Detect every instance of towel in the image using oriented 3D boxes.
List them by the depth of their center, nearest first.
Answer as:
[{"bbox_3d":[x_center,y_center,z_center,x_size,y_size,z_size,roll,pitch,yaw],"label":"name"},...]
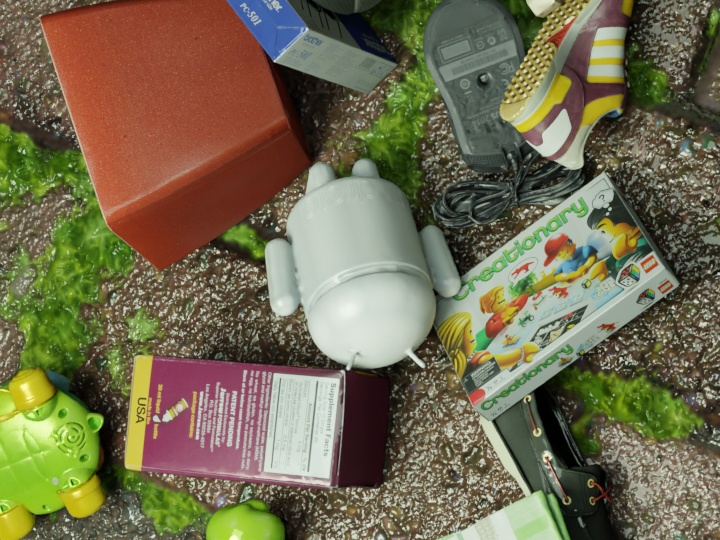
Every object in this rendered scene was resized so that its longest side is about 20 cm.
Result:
[{"bbox_3d":[0.115,0.284,1.582,0.199,0.031,0.150,-33,76,38],"label":"towel"}]

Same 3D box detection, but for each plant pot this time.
[{"bbox_3d":[-0.151,-0.139,1.687,0.175,0.200,0.202,-20,77,3],"label":"plant pot"}]

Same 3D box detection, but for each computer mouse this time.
[{"bbox_3d":[0.111,-0.144,1.663,0.137,0.053,0.202,-15,88,7],"label":"computer mouse"}]

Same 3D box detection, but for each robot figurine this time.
[{"bbox_3d":[0.000,0.000,1.632,0.168,0.113,0.201,-8,57,-11],"label":"robot figurine"}]

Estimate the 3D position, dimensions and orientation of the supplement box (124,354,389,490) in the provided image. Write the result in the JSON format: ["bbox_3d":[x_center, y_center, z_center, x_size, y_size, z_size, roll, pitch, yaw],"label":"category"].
[{"bbox_3d":[-0.089,0.133,1.654,0.198,0.131,0.104,4,85,18],"label":"supplement box"}]

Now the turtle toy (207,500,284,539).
[{"bbox_3d":[-0.140,0.289,1.652,0.200,0.146,0.101,-43,51,9],"label":"turtle toy"}]

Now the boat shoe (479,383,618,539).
[{"bbox_3d":[0.176,0.186,1.586,0.063,0.073,0.202,-37,69,19],"label":"boat shoe"}]

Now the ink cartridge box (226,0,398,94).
[{"bbox_3d":[-0.044,-0.214,1.643,0.044,0.200,0.094,-42,73,16],"label":"ink cartridge box"}]

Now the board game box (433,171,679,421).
[{"bbox_3d":[0.159,0.022,1.607,0.199,0.035,0.127,-37,46,11],"label":"board game box"}]

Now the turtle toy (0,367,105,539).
[{"bbox_3d":[-0.321,0.165,1.743,0.198,0.101,0.147,-20,103,15],"label":"turtle toy"}]

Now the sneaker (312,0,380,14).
[{"bbox_3d":[0.004,-0.277,1.654,0.080,0.199,0.071,41,126,26],"label":"sneaker"}]

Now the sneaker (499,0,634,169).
[{"bbox_3d":[0.199,-0.180,1.625,0.090,0.075,0.201,40,71,-19],"label":"sneaker"}]

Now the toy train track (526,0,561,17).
[{"bbox_3d":[0.128,-0.315,1.667,0.114,0.032,0.202,-36,61,37],"label":"toy train track"}]
